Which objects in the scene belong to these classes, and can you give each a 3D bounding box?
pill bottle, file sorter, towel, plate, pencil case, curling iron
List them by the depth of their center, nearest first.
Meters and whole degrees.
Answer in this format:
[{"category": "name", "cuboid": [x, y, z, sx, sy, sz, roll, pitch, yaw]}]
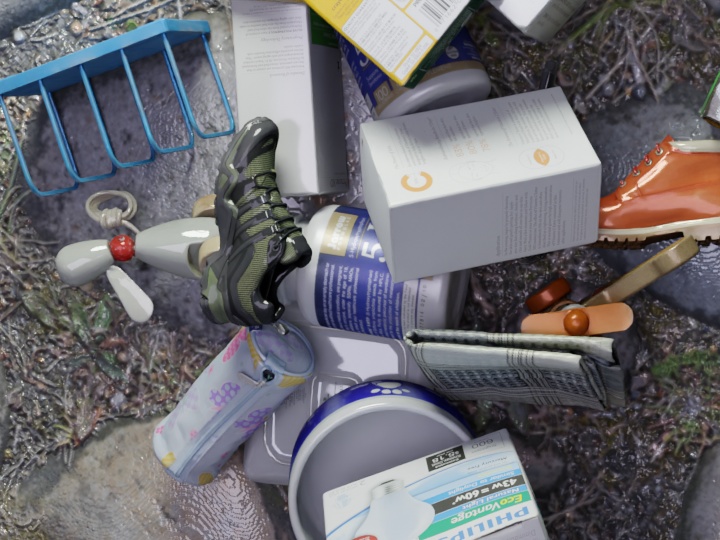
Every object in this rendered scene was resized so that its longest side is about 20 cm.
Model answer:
[{"category": "towel", "cuboid": [0.154, 0.100, 1.620, 0.198, 0.193, 0.035, 2, 70, 14]}, {"category": "pill bottle", "cuboid": [0.036, -0.238, 1.654, 0.119, 0.120, 0.201, -28, 74, 14]}, {"category": "pill bottle", "cuboid": [0.000, 0.000, 1.677, 0.198, 0.120, 0.121, 9, 96, 13]}, {"category": "curling iron", "cuboid": [0.176, -0.105, 1.685, 0.049, 0.026, 0.202, 5, 90, -8]}, {"category": "pencil case", "cuboid": [-0.128, 0.132, 1.717, 0.083, 0.091, 0.200, 28, 125, -23]}, {"category": "file sorter", "cuboid": [-0.246, -0.164, 1.727, 0.198, 0.139, 0.124, -18, 92, 14]}, {"category": "plate", "cuboid": [-0.024, 0.131, 1.745, 0.198, 0.032, 0.202, 6, 96, 14]}]

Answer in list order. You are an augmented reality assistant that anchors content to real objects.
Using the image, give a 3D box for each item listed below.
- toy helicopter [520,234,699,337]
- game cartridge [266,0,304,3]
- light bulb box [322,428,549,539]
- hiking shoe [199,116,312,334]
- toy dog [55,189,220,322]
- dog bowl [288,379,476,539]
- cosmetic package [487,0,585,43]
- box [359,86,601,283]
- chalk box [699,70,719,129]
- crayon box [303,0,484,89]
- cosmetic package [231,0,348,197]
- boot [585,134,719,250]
[{"category": "toy helicopter", "cuboid": [0.231, 0.026, 1.607, 0.199, 0.132, 0.079, -35, 85, 28]}, {"category": "game cartridge", "cuboid": [-0.041, -0.349, 1.638, 0.175, 0.032, 0.202, 8, 71, 27]}, {"category": "light bulb box", "cuboid": [0.076, 0.265, 1.555, 0.197, 0.200, 0.126, -20, 107, 2]}, {"category": "hiking shoe", "cuboid": [-0.086, -0.042, 1.612, 0.100, 0.076, 0.202, 10, 94, 19]}, {"category": "toy dog", "cuboid": [-0.201, -0.007, 1.751, 0.198, 0.132, 0.097, 3, 133, 18]}, {"category": "dog bowl", "cuboid": [0.027, 0.213, 1.683, 0.198, 0.079, 0.202, -1, 105, -2]}, {"category": "cosmetic package", "cuboid": [0.172, -0.344, 1.595, 0.165, 0.165, 0.200, 43, 102, 8]}, {"category": "box", "cuboid": [0.109, -0.081, 1.584, 0.198, 0.125, 0.098, -11, 133, -8]}, {"category": "chalk box", "cuboid": [0.411, -0.205, 1.569, 0.124, 0.124, 0.201, 27, 99, 12]}, {"category": "crayon box", "cuboid": [0.008, -0.276, 1.530, 0.200, 0.052, 0.126, 42, 101, 8]}, {"category": "cosmetic package", "cuboid": [-0.070, -0.174, 1.697, 0.084, 0.108, 0.202, -4, 94, 16]}, {"category": "boot", "cuboid": [0.273, -0.074, 1.643, 0.198, 0.075, 0.108, -5, 86, 9]}]
